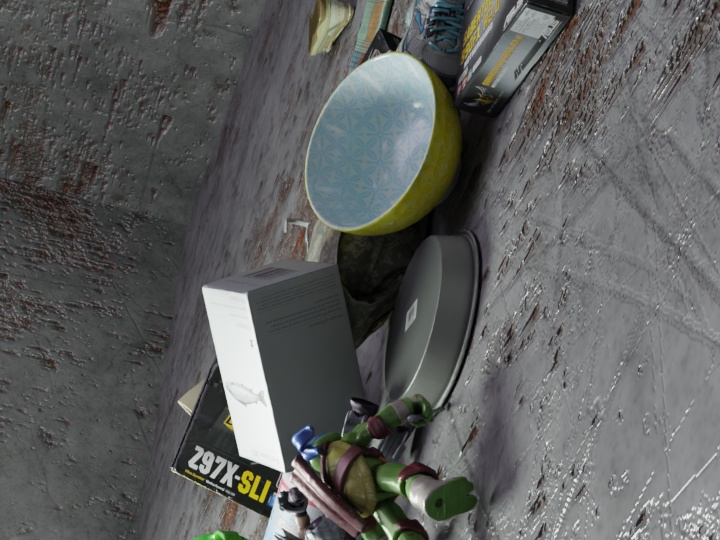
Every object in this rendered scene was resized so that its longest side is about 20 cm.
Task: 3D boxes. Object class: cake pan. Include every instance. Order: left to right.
[{"bbox_3d":[0.069,0.052,1.481,0.200,0.037,0.201,-166,90,-78],"label":"cake pan"}]

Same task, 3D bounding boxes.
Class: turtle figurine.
[{"bbox_3d":[0.051,0.197,1.318,0.144,0.200,0.194,-54,33,-2],"label":"turtle figurine"}]

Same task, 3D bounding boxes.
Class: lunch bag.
[{"bbox_3d":[0.000,0.000,1.663,0.164,0.117,0.201,124,162,-56],"label":"lunch bag"}]

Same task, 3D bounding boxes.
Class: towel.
[{"bbox_3d":[0.025,-0.403,2.226,0.147,0.022,0.201,-139,63,-77],"label":"towel"}]

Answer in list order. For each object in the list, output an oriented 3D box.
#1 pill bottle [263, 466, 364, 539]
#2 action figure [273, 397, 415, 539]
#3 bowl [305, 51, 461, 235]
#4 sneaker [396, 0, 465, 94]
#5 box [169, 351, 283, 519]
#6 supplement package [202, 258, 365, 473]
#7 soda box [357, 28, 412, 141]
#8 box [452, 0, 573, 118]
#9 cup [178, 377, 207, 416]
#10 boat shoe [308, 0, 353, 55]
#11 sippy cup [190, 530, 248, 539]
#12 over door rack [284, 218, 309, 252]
[{"bbox_3d":[-0.056,0.315,1.579,0.109,0.108,0.201,-122,48,-73],"label":"pill bottle"},{"bbox_3d":[-0.016,0.233,1.473,0.069,0.130,0.201,19,-87,-88],"label":"action figure"},{"bbox_3d":[0.045,-0.122,1.562,0.200,0.107,0.201,-23,56,41],"label":"bowl"},{"bbox_3d":[0.089,-0.284,1.680,0.201,0.077,0.087,-90,22,-48],"label":"sneaker"},{"bbox_3d":[-0.109,0.202,1.720,0.160,0.199,0.049,-68,-23,1],"label":"box"},{"bbox_3d":[-0.079,0.100,1.577,0.117,0.117,0.201,5,110,58],"label":"supplement package"},{"bbox_3d":[0.053,-0.212,1.712,0.064,0.070,0.200,-60,24,22],"label":"soda box"},{"bbox_3d":[0.153,-0.268,1.433,0.200,0.048,0.159,128,153,-62],"label":"box"},{"bbox_3d":[-0.116,0.183,1.877,0.143,0.200,0.200,-49,8,-11],"label":"cup"},{"bbox_3d":[-0.056,-0.429,2.567,0.201,0.063,0.074,125,144,-75],"label":"boat shoe"},{"bbox_3d":[-0.197,0.460,2.031,0.131,0.139,0.178,-110,-4,-51],"label":"sippy cup"},{"bbox_3d":[-0.037,-0.007,1.912,0.148,0.066,0.201,127,134,-60],"label":"over door rack"}]
